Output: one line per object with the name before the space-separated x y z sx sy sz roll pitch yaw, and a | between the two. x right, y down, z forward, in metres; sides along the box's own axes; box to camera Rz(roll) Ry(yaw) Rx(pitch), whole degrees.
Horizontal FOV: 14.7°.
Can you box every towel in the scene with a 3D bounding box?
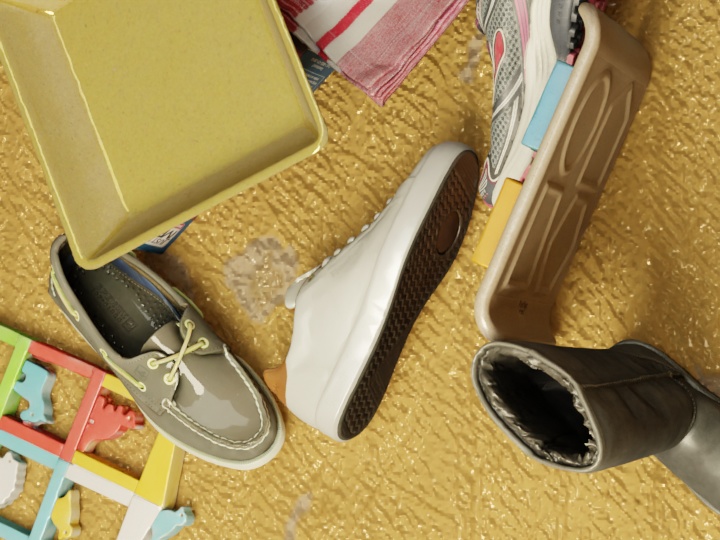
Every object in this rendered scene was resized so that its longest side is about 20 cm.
towel | -0.014 -0.217 1.754 0.200 0.023 0.144 40 93 20

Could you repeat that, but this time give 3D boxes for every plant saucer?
plant saucer | -0.123 -0.129 1.755 0.199 0.048 0.201 -26 80 26

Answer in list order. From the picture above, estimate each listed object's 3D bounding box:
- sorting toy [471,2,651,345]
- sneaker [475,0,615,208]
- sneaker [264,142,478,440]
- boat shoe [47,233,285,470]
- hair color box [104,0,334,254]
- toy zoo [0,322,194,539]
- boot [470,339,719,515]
sorting toy | 0.117 -0.054 1.660 0.036 0.185 0.201 19 92 15
sneaker | 0.103 -0.133 1.704 0.074 0.081 0.201 19 113 20
sneaker | 0.000 0.000 1.752 0.084 0.073 0.201 29 92 28
boat shoe | -0.129 0.050 1.799 0.072 0.060 0.202 -43 69 -12
hair color box | -0.107 -0.116 1.819 0.200 0.060 0.100 -46 71 12
toy zoo | -0.195 0.126 1.851 0.199 0.020 0.132 22 93 21
boot | 0.171 0.096 1.617 0.181 0.200 0.073 32 97 21
